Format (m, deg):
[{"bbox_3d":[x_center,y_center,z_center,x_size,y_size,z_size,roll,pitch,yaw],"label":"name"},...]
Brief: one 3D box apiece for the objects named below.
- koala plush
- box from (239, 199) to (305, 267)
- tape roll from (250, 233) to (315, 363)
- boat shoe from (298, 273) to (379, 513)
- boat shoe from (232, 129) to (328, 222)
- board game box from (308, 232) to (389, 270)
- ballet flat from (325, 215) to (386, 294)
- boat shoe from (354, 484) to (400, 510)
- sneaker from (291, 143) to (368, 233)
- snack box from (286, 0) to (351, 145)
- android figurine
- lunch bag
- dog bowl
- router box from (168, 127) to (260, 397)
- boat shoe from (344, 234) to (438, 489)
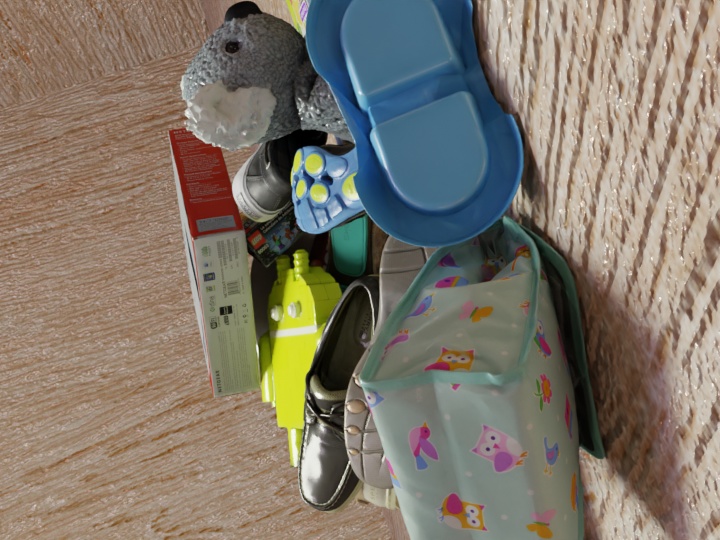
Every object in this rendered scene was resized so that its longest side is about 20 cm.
[{"bbox_3d":[-0.058,-0.165,0.943,0.178,0.198,0.186,-123,16,-63],"label":"koala plush"},{"bbox_3d":[-0.068,-0.070,1.144,0.038,0.136,0.200,50,174,-12],"label":"box"},{"bbox_3d":[-0.024,0.053,1.232,0.203,0.137,0.206,-11,-90,-77],"label":"tape roll"},{"bbox_3d":[-0.018,0.099,0.912,0.066,0.071,0.204,13,-86,-62],"label":"boat shoe"},{"bbox_3d":[-0.060,-0.125,1.045,0.070,0.066,0.201,46,-143,-16],"label":"boat shoe"},{"bbox_3d":[-0.019,0.047,1.114,0.019,0.102,0.203,16,-89,-69],"label":"board game box"},{"bbox_3d":[0.000,0.000,1.058,0.067,0.067,0.202,-47,-27,-52],"label":"ballet flat"},{"bbox_3d":[0.022,0.191,1.076,0.200,0.064,0.073,25,-111,-83],"label":"boat shoe"},{"bbox_3d":[0.012,-0.072,0.866,0.199,0.082,0.072,-15,80,50],"label":"sneaker"},{"bbox_3d":[-0.019,-0.208,1.116,0.142,0.052,0.202,-168,58,-84],"label":"snack box"},{"bbox_3d":[-0.051,0.083,1.037,0.182,0.041,0.203,172,92,-65],"label":"android figurine"},{"bbox_3d":[0.089,0.079,0.726,0.201,0.120,0.172,-61,-40,-57],"label":"lunch bag"},{"bbox_3d":[0.037,-0.112,0.737,0.050,0.110,0.202,21,-131,-81],"label":"dog bowl"},{"bbox_3d":[-0.144,-0.010,1.101,0.180,0.048,0.202,-112,16,-49],"label":"router box"},{"bbox_3d":[0.045,0.062,0.824,0.073,0.074,0.203,5,-79,-61],"label":"boat shoe"}]
